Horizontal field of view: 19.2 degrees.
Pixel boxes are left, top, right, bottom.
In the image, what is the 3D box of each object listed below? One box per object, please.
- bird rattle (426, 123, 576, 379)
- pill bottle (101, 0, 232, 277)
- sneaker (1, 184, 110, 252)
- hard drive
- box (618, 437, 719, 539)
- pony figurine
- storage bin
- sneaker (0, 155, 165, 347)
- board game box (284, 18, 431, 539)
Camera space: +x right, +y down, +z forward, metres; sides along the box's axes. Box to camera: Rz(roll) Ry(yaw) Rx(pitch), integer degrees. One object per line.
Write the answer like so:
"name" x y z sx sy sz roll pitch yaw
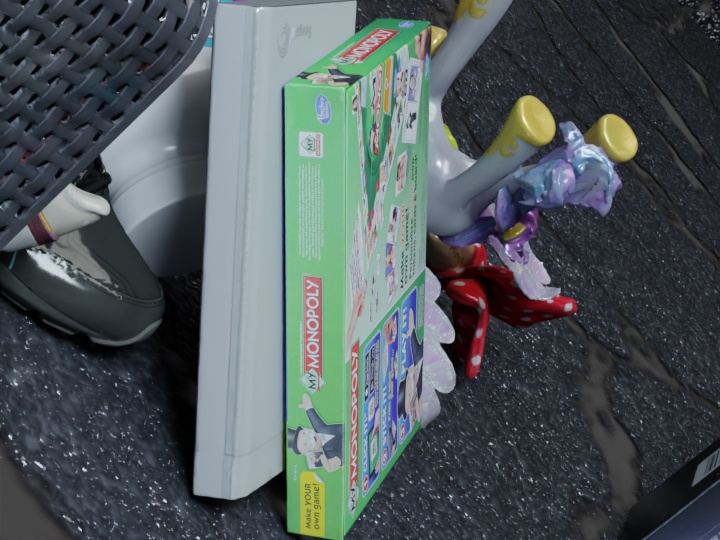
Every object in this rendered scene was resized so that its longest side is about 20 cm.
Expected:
"bird rattle" 0.034 -0.040 1.236 0.200 0.113 0.163 42 3 -30
"pill bottle" -0.108 -0.100 0.977 0.111 0.110 0.201 20 43 -55
"sneaker" -0.147 -0.108 0.819 0.075 0.089 0.202 -112 -165 -77
"hard drive" -0.036 -0.015 0.918 0.026 0.202 0.132 7 10 16
"box" 0.286 0.170 1.226 0.199 0.200 0.123 49 18 1
"pony figurine" 0.038 -0.043 1.065 0.194 0.199 0.167 53 46 -8
"storage bin" -0.157 -0.076 0.690 0.094 0.200 0.136 27 28 -46
"sneaker" -0.144 -0.056 0.880 0.200 0.079 0.075 49 18 -5
"board game box" 0.000 0.000 0.949 0.135 0.029 0.202 -45 138 -65
